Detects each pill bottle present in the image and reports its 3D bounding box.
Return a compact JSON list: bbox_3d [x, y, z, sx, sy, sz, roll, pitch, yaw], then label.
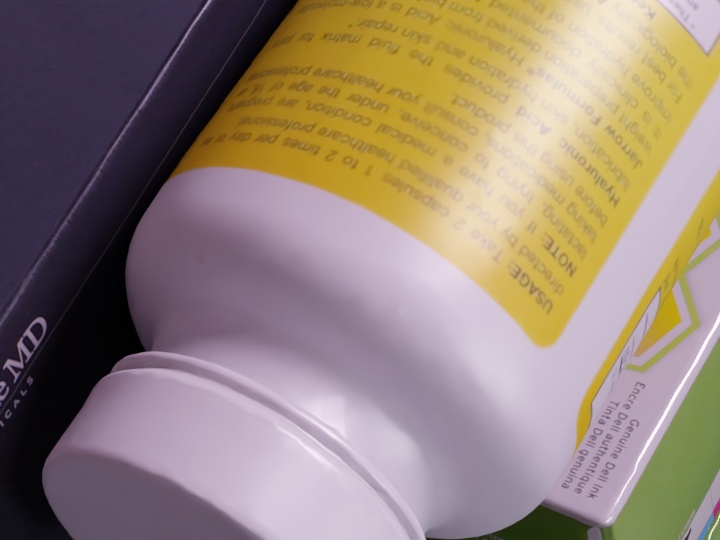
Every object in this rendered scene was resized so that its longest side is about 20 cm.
[{"bbox_3d":[0.016,-0.010,0.575,0.200,0.111,0.111,-56,149,-27],"label":"pill bottle"}]

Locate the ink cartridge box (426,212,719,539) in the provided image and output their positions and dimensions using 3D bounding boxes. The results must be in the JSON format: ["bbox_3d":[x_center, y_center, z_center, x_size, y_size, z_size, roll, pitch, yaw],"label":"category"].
[{"bbox_3d":[0.099,0.028,0.655,0.148,0.200,0.076,-57,150,-27],"label":"ink cartridge box"}]

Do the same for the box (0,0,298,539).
[{"bbox_3d":[-0.075,0.007,0.652,0.200,0.104,0.182,-59,152,-22],"label":"box"}]
